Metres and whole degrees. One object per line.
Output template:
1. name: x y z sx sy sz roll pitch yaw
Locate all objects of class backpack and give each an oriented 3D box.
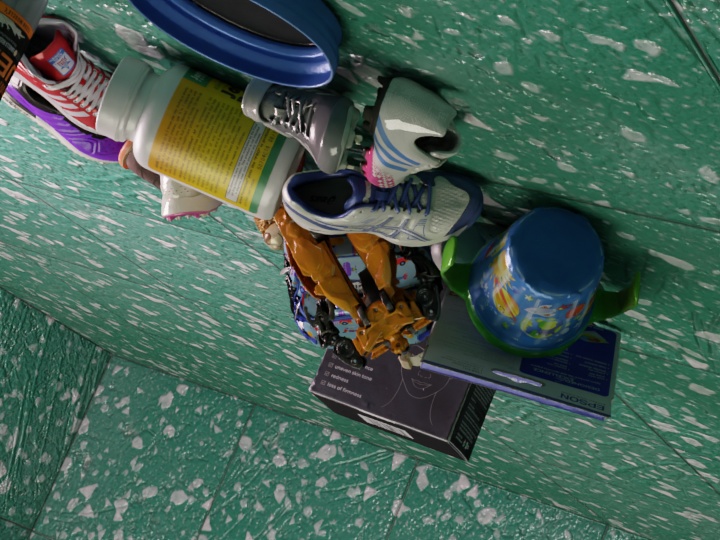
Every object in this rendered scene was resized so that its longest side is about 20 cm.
1. backpack: 0.002 -0.009 1.851 0.182 0.135 0.200 -2 158 0

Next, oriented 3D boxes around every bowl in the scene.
1. bowl: -0.106 -0.220 1.429 0.200 0.040 0.201 22 168 5

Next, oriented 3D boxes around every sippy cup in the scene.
1. sippy cup: 0.179 0.003 1.667 0.140 0.177 0.130 62 164 16

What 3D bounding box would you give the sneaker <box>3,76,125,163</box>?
1. sneaker: -0.320 -0.183 1.920 0.200 0.070 0.099 29 164 -28

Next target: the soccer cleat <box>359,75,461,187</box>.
1. soccer cleat: 0.048 -0.112 1.530 0.086 0.070 0.200 23 168 8

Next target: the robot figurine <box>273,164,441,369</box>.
1. robot figurine: 0.000 0.000 1.725 0.201 0.145 0.058 61 -167 14

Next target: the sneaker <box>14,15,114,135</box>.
1. sneaker: -0.297 -0.203 1.786 0.200 0.071 0.112 31 170 -21

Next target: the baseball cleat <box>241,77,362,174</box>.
1. baseball cleat: -0.055 -0.133 1.515 0.106 0.070 0.200 15 -174 -7

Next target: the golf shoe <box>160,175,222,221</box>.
1. golf shoe: -0.180 -0.121 1.875 0.075 0.092 0.200 -10 -163 7

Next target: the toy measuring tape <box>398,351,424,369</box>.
1. toy measuring tape: 0.128 0.043 1.885 0.074 0.199 0.074 -22 -90 -90

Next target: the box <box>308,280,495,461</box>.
1. box: 0.072 0.108 2.128 0.199 0.197 0.124 19 168 21

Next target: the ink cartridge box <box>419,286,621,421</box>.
1. ink cartridge box: 0.165 0.094 1.740 0.197 0.047 0.200 16 -153 5

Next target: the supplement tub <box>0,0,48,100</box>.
1. supplement tub: -0.395 -0.209 1.632 0.122 0.201 0.123 22 169 5

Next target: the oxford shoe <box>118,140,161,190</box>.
1. oxford shoe: -0.223 -0.126 1.958 0.072 0.071 0.200 38 -179 11

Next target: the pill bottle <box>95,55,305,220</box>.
1. pill bottle: -0.160 -0.139 1.705 0.199 0.113 0.113 23 168 1

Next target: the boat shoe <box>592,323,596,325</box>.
1. boat shoe: 0.217 0.060 1.968 0.199 0.071 0.063 31 164 -12

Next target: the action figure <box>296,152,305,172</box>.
1. action figure: -0.100 -0.100 1.866 0.098 0.066 0.200 13 167 7

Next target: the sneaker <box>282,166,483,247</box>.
1. sneaker: 0.020 -0.065 1.653 0.199 0.076 0.088 -2 172 8

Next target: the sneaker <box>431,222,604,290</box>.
1. sneaker: 0.173 -0.005 1.770 0.199 0.074 0.082 17 171 -25

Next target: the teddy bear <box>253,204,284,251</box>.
1. teddy bear: -0.039 -0.034 2.039 0.199 0.067 0.145 25 166 -11
